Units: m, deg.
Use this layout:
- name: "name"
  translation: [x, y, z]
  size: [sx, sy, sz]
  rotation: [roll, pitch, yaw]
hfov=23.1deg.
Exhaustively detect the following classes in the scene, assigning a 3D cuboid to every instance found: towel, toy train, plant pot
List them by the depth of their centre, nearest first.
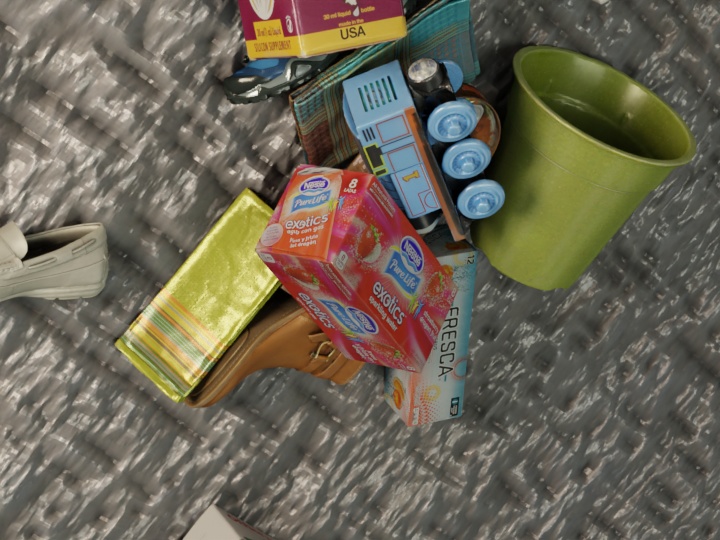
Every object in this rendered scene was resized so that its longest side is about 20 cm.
- name: "toy train"
  translation: [0.059, -0.109, 1.621]
  size: [0.113, 0.087, 0.201]
  rotation: [-19, 137, 6]
- name: "towel"
  translation: [0.027, -0.174, 1.653]
  size: [0.199, 0.022, 0.147]
  rotation: [-35, 153, -10]
- name: "towel"
  translation: [-0.141, 0.024, 1.676]
  size: [0.086, 0.018, 0.200]
  rotation: [40, 93, 1]
- name: "plant pot"
  translation: [0.199, -0.090, 1.750]
  size: [0.199, 0.201, 0.191]
  rotation: [7, 126, -32]

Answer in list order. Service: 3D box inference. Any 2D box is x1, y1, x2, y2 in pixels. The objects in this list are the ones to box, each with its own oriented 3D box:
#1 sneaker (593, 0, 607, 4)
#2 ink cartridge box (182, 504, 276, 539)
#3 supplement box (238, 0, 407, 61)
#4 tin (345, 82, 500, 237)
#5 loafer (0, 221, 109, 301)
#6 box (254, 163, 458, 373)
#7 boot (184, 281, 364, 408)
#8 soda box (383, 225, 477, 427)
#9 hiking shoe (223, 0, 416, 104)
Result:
- name: "sneaker"
  translation: [0.250, -0.363, 1.684]
  size: [0.200, 0.080, 0.115]
  rotation: [-49, 125, -7]
- name: "ink cartridge box"
  translation: [-0.089, 0.342, 1.798]
  size: [0.085, 0.200, 0.146]
  rotation: [-52, 129, 1]
- name: "supplement box"
  translation: [-0.045, -0.283, 1.477]
  size: [0.102, 0.131, 0.202]
  rotation: [-14, 100, -22]
- name: "tin"
  translation: [0.050, -0.099, 1.708]
  size: [0.112, 0.042, 0.200]
  rotation: [20, 119, -44]
- name: "loafer"
  translation: [-0.316, -0.010, 1.557]
  size: [0.199, 0.070, 0.070]
  rotation: [-7, 115, -36]
- name: "box"
  translation: [0.000, 0.000, 1.653]
  size: [0.200, 0.095, 0.100]
  rotation: [52, 56, -46]
- name: "boot"
  translation: [-0.070, 0.081, 1.745]
  size: [0.200, 0.074, 0.154]
  rotation: [-49, 133, 6]
- name: "soda box"
  translation: [0.071, 0.057, 1.816]
  size: [0.068, 0.064, 0.202]
  rotation: [-9, 121, -23]
- name: "hiking shoe"
  translation: [-0.049, -0.226, 1.599]
  size: [0.199, 0.074, 0.087]
  rotation: [-34, 100, -4]
